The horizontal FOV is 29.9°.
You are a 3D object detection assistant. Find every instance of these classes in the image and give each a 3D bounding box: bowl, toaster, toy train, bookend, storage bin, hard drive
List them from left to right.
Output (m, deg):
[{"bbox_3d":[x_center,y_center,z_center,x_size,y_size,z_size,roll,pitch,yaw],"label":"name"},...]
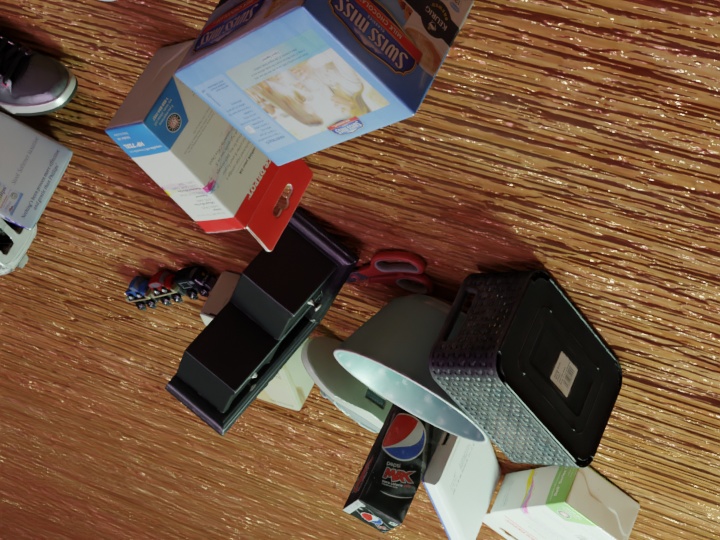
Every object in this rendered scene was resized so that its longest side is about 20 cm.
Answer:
[{"bbox_3d":[-0.527,-0.072,1.793,0.129,0.114,0.200,-2,138,38],"label":"toaster"},{"bbox_3d":[-0.257,0.022,1.793,0.046,0.034,0.200,45,147,-24],"label":"toy train"},{"bbox_3d":[-0.115,0.061,1.542,0.092,0.199,0.200,39,152,4],"label":"bookend"},{"bbox_3d":[0.080,0.100,1.522,0.200,0.105,0.201,29,166,8],"label":"bowl"},{"bbox_3d":[0.134,0.266,1.753,0.025,0.132,0.200,12,149,26],"label":"hard drive"},{"bbox_3d":[0.179,0.106,1.433,0.094,0.135,0.200,-4,139,45],"label":"storage bin"}]

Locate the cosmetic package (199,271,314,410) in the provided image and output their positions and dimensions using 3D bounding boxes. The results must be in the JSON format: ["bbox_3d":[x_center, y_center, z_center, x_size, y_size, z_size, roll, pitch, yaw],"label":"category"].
[{"bbox_3d":[-0.128,0.095,1.760,0.105,0.071,0.200,15,150,22],"label":"cosmetic package"}]

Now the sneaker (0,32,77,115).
[{"bbox_3d":[-0.403,-0.238,1.434,0.200,0.084,0.121,17,160,22],"label":"sneaker"}]

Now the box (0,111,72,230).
[{"bbox_3d":[-0.442,-0.136,1.527,0.200,0.105,0.184,28,175,-16],"label":"box"}]

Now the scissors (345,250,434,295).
[{"bbox_3d":[0.000,0.000,1.552,0.200,0.014,0.073,4,147,40],"label":"scissors"}]

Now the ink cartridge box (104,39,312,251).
[{"bbox_3d":[-0.147,-0.120,1.363,0.067,0.116,0.200,-4,139,44],"label":"ink cartridge box"}]

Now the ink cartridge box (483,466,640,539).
[{"bbox_3d":[0.259,0.320,1.805,0.117,0.067,0.200,37,150,-19],"label":"ink cartridge box"}]

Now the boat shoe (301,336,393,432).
[{"bbox_3d":[-0.017,0.158,1.771,0.071,0.070,0.201,-13,135,47],"label":"boat shoe"}]

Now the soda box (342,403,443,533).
[{"bbox_3d":[0.053,0.219,1.671,0.063,0.200,0.071,30,153,-6],"label":"soda box"}]

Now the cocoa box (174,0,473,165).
[{"bbox_3d":[-0.033,-0.192,1.121,0.133,0.131,0.200,41,150,-24],"label":"cocoa box"}]
